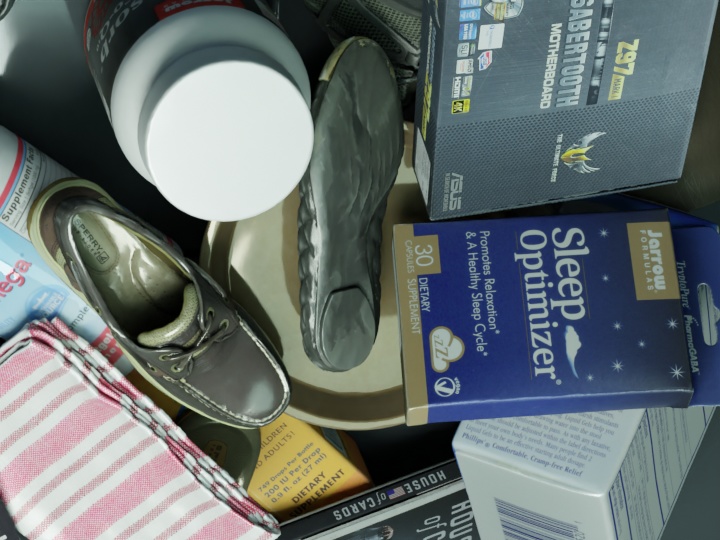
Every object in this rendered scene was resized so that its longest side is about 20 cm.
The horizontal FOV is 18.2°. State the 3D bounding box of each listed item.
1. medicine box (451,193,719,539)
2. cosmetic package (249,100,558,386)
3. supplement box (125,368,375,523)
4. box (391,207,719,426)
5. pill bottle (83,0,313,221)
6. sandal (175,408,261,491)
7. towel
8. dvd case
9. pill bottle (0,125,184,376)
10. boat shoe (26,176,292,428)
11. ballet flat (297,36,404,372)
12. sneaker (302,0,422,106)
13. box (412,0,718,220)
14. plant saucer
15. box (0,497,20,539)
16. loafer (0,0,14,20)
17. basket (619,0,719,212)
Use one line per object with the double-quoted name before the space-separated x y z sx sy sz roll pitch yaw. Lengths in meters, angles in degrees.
"medicine box" 0.152 0.082 1.419 0.200 0.103 0.182 -64 158 -24
"cosmetic package" 0.016 -0.011 1.437 0.200 0.087 0.103 -42 113 7
"supplement box" -0.082 0.092 1.472 0.067 0.069 0.200 -43 116 8
"box" 0.121 0.025 1.320 0.199 0.122 0.032 -3 154 -3
"pill bottle" -0.092 -0.110 1.301 0.115 0.200 0.116 -6 115 -13
"sandal" -0.111 0.179 1.438 0.080 0.054 0.201 12 111 -19
"towel" -0.163 0.132 1.370 0.200 0.030 0.146 43 126 -9
"dvd case" 0.014 0.195 1.519 0.199 0.025 0.151 -19 143 -15
"pill bottle" -0.213 -0.020 1.362 0.200 0.109 0.109 34 102 -25
"boat shoe" -0.114 0.028 1.315 0.200 0.065 0.073 42 89 -21
"ballet flat" -0.015 -0.039 1.323 0.066 0.057 0.201 0 101 -28
"sneaker" 0.046 -0.160 1.329 0.076 0.199 0.114 -52 123 -32
"box" 0.113 -0.118 1.262 0.157 0.051 0.200 -9 143 -10
"plant saucer" 0.000 0.000 1.373 0.199 0.029 0.201 -2 107 -6
"box" -0.312 0.172 1.410 0.199 0.049 0.162 -6 119 21
"loafer" -0.281 -0.201 1.283 0.200 0.070 0.068 38 101 -26
"basket" 0.175 -0.146 1.398 0.180 0.136 0.201 -16 121 1
